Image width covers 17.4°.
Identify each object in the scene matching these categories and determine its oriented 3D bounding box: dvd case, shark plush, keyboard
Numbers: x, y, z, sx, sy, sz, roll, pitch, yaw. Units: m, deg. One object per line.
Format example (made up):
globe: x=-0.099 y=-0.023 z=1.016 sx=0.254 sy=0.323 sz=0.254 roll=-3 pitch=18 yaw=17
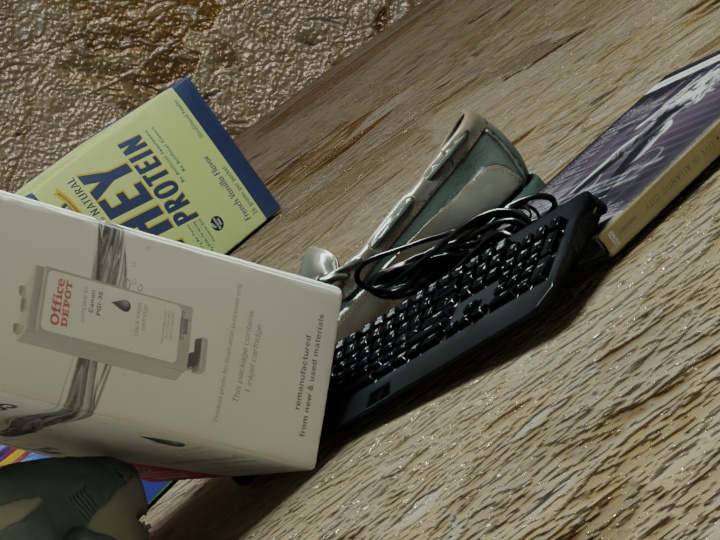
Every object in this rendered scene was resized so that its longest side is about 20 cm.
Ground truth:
dvd case: x=0.129 y=-0.051 z=1.076 sx=0.200 sy=0.016 sz=0.149 roll=-42 pitch=10 yaw=-30
shark plush: x=-0.169 y=0.096 z=0.944 sx=0.091 sy=0.200 sz=0.083 roll=-40 pitch=47 yaw=45
keyboard: x=0.016 y=0.017 z=1.010 sx=0.200 sy=0.040 sz=0.104 roll=-32 pitch=17 yaw=37

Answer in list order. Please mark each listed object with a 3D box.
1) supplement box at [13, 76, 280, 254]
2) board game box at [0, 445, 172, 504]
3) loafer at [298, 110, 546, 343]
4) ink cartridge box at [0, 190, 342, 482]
supplement box: x=-0.213 y=-0.028 z=1.919 sx=0.200 sy=0.134 sz=0.200 roll=-41 pitch=10 yaw=-33
board game box: x=-0.160 y=0.111 z=1.233 sx=0.200 sy=0.045 sz=0.134 roll=-28 pitch=12 yaw=45
loafer: x=0.000 y=0.000 z=1.146 sx=0.200 sy=0.063 sz=0.072 roll=-38 pitch=8 yaw=-15
ink cartridge box: x=-0.132 y=0.029 z=0.993 sx=0.146 sy=0.200 sz=0.083 roll=-10 pitch=67 yaw=55
